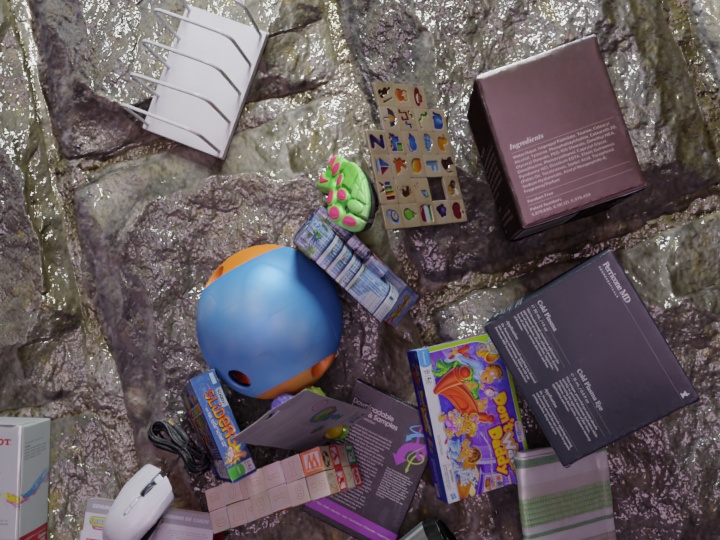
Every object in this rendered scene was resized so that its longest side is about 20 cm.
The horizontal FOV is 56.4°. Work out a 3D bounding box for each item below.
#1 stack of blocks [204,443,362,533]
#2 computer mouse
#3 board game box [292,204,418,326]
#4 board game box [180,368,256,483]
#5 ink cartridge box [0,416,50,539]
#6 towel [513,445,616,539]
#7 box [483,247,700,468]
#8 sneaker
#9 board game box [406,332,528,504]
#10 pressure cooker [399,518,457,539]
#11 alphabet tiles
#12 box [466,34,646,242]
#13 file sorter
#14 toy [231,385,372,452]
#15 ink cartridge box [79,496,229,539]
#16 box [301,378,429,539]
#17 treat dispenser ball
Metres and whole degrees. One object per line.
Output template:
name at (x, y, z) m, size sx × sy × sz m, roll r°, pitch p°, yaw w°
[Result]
stack of blocks at (-0.109, 0.294, 0.905) m, size 0.196 × 0.115 × 0.060 m, roll -23°, pitch 72°, yaw 17°
computer mouse at (-0.285, 0.303, 0.890) m, size 0.109 × 0.044 × 0.202 m, roll 33°, pitch 91°, yaw 23°
board game box at (0.000, 0.000, 0.920) m, size 0.199 × 0.200 × 0.062 m, roll 42°, pitch 92°, yaw -8°
board game box at (-0.196, 0.214, 0.903) m, size 0.034 × 0.200 × 0.138 m, roll -22°, pitch 84°, yaw -22°
ink cartridge box at (-0.542, 0.321, 0.985) m, size 0.142 × 0.083 × 0.206 m, roll 1°, pitch 86°, yaw 6°
towel at (0.278, 0.338, 0.912) m, size 0.145 × 0.031 × 0.206 m, roll -4°, pitch 88°, yaw -18°
box at (0.287, 0.105, 0.847) m, size 0.180 × 0.104 × 0.203 m, roll -32°, pitch 83°, yaw 20°
sneaker at (-0.003, -0.103, 0.912) m, size 0.083 × 0.201 × 0.078 m, roll 27°, pitch 108°, yaw -20°
board game box at (0.150, 0.197, 0.924) m, size 0.131 × 0.045 × 0.205 m, roll -11°, pitch 85°, yaw -16°
pressure cooker at (0.071, 0.451, 0.873) m, size 0.198 × 0.179 × 0.177 m, roll -36°, pitch 80°, yaw -1°
alphabet tiles at (0.073, -0.162, 0.937) m, size 0.007 × 0.164 × 0.205 m, roll -18°, pitch 83°, yaw 49°
box at (0.251, -0.165, 0.898) m, size 0.160 × 0.166 × 0.205 m, roll -18°, pitch 86°, yaw 5°
file sorter at (-0.243, -0.292, 0.975) m, size 0.136 × 0.125 × 0.205 m, roll 20°, pitch 89°, yaw 7°
toy at (-0.074, 0.185, 0.869) m, size 0.114 × 0.200 × 0.048 m, roll -35°, pitch 58°, yaw 10°
ink cartridge box at (-0.294, 0.416, 0.955) m, size 0.194 × 0.084 × 0.181 m, roll 6°, pitch 85°, yaw 6°
box at (0.019, 0.277, 0.958) m, size 0.140 × 0.036 × 0.204 m, roll 24°, pitch 90°, yaw 7°
treat dispenser ball at (-0.120, 0.069, 0.901) m, size 0.195 × 0.201 × 0.207 m, roll 0°, pitch 86°, yaw 5°
